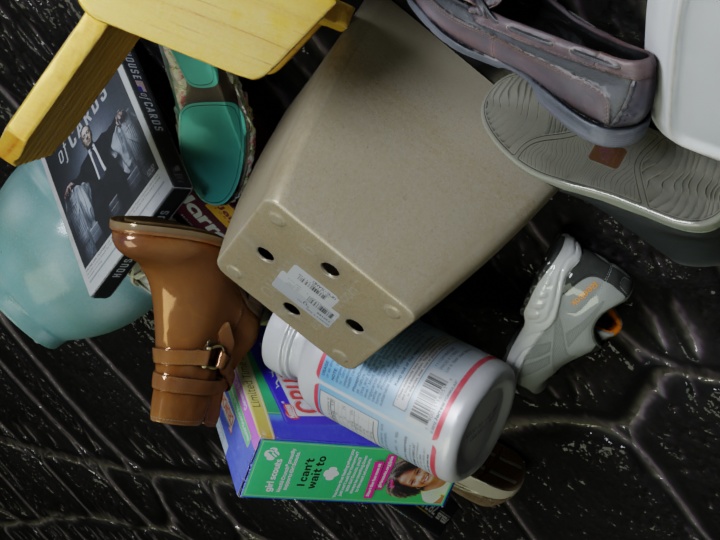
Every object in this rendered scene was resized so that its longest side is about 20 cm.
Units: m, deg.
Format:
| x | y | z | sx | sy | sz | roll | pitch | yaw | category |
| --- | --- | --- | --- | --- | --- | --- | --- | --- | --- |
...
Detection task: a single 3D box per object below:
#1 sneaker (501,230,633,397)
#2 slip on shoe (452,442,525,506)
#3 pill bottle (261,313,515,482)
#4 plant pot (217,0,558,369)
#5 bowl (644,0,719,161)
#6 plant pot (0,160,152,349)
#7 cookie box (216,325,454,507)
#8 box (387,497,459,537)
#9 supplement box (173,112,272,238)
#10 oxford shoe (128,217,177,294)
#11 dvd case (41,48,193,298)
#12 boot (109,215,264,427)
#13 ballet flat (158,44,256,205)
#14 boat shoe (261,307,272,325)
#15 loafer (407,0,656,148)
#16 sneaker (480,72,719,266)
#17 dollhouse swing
| x | y | z | sx | sy | sz | roll | pitch | yaw | category |
| --- | --- | --- | --- | --- | --- | --- | --- | --- | --- |
| 0.166 | 0.053 | 1.085 | 0.079 | 0.074 | 0.200 | 24 | 148 | 9 | sneaker |
| 0.071 | 0.175 | 1.351 | 0.199 | 0.076 | 0.061 | 28 | 143 | -1 | slip on shoe |
| 0.020 | 0.087 | 1.104 | 0.199 | 0.109 | 0.109 | 26 | 149 | 25 | pill bottle |
| 0.007 | -0.046 | 1.001 | 0.200 | 0.177 | 0.200 | 38 | 149 | -5 | plant pot |
| 0.250 | -0.123 | 0.756 | 0.199 | 0.075 | 0.200 | 23 | 147 | 24 | bowl |
| -0.299 | -0.008 | 1.321 | 0.200 | 0.134 | 0.200 | 47 | 180 | 0 | plant pot |
| -0.026 | 0.130 | 1.202 | 0.199 | 0.171 | 0.075 | 6 | 121 | -23 | cookie box |
| 0.003 | 0.202 | 1.395 | 0.161 | 0.049 | 0.200 | 31 | 172 | 30 | box |
| -0.132 | -0.054 | 1.219 | 0.110 | 0.086 | 0.200 | 46 | 148 | -17 | supplement box |
| -0.191 | -0.018 | 1.179 | 0.200 | 0.058 | 0.075 | 44 | 150 | 11 | oxford shoe |
| -0.219 | -0.101 | 1.136 | 0.150 | 0.025 | 0.201 | -47 | 56 | 35 | dvd case |
| -0.150 | 0.044 | 1.065 | 0.076 | 0.156 | 0.200 | 16 | 175 | 25 | boot |
| -0.117 | -0.151 | 1.059 | 0.075 | 0.064 | 0.201 | 5 | 123 | 19 | ballet flat |
| -0.050 | 0.025 | 1.271 | 0.074 | 0.076 | 0.200 | 27 | 156 | 2 | boat shoe |
| 0.109 | -0.157 | 0.835 | 0.200 | 0.072 | 0.063 | 42 | 144 | 26 | loafer |
| 0.174 | -0.062 | 0.916 | 0.200 | 0.075 | 0.106 | 33 | 174 | 30 | sneaker |
| -0.121 | -0.129 | 0.899 | 0.181 | 0.177 | 0.200 | 21 | -173 | -6 | dollhouse swing |
